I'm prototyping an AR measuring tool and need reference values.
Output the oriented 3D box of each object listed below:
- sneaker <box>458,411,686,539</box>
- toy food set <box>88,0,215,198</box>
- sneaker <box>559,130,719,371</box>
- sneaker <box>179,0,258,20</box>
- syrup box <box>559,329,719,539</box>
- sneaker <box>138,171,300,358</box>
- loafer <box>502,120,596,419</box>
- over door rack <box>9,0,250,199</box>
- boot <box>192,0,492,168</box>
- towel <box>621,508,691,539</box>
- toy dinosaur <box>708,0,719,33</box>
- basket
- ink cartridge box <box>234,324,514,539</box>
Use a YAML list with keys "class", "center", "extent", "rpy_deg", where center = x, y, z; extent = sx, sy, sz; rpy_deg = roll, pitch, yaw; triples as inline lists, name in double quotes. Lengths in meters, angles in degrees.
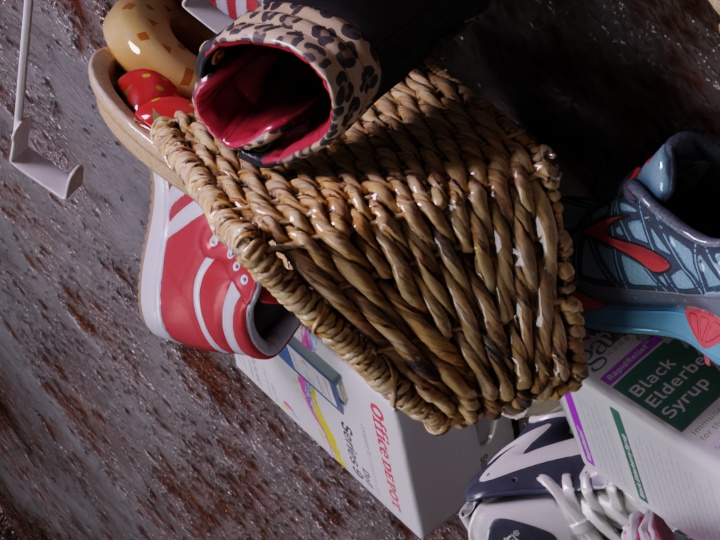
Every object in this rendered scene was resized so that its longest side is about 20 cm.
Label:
- class: "sneaker"
  center: [0.122, 0.129, 1.227]
  extent: [0.199, 0.130, 0.080]
  rpy_deg: [24, 147, 57]
- class: "toy food set"
  center: [-0.052, -0.074, 1.250]
  extent: [0.198, 0.049, 0.200]
  rpy_deg: [26, -162, -12]
- class: "sneaker"
  center: [0.143, -0.020, 1.018]
  extent: [0.200, 0.079, 0.096]
  rpy_deg: [18, 127, 52]
- class: "sneaker"
  center: [-0.038, -0.132, 1.241]
  extent: [0.200, 0.071, 0.113]
  rpy_deg: [8, 129, 63]
- class: "syrup box"
  center: [0.181, 0.082, 1.070]
  extent: [0.200, 0.079, 0.082]
  rpy_deg: [35, 156, 45]
- class: "sneaker"
  center: [-0.070, -0.046, 1.362]
  extent: [0.112, 0.071, 0.200]
  rpy_deg: [17, 111, 41]
- class: "loafer"
  center: [0.086, 0.009, 1.194]
  extent: [0.076, 0.068, 0.200]
  rpy_deg: [37, 156, 42]
- class: "over door rack"
  center: [-0.119, -0.152, 1.049]
  extent: [0.067, 0.148, 0.200]
  rpy_deg: [27, 143, 23]
- class: "boot"
  center: [-0.017, -0.109, 1.046]
  extent: [0.200, 0.151, 0.073]
  rpy_deg: [-2, 123, 52]
- class: "towel"
  center: [0.217, 0.176, 1.078]
  extent: [0.200, 0.030, 0.146]
  rpy_deg: [28, -177, -4]
- class: "toy dinosaur"
  center: [0.152, -0.096, 0.883]
  extent: [0.200, 0.058, 0.101]
  rpy_deg: [61, 177, -2]
- class: "basket"
  center: [0.000, 0.000, 1.072]
  extent: [0.200, 0.149, 0.143]
  rpy_deg: [-133, 29, -63]
- class: "ink cartridge box"
  center: [-0.001, 0.049, 1.461]
  extent: [0.200, 0.087, 0.145]
  rpy_deg: [40, 157, 33]
